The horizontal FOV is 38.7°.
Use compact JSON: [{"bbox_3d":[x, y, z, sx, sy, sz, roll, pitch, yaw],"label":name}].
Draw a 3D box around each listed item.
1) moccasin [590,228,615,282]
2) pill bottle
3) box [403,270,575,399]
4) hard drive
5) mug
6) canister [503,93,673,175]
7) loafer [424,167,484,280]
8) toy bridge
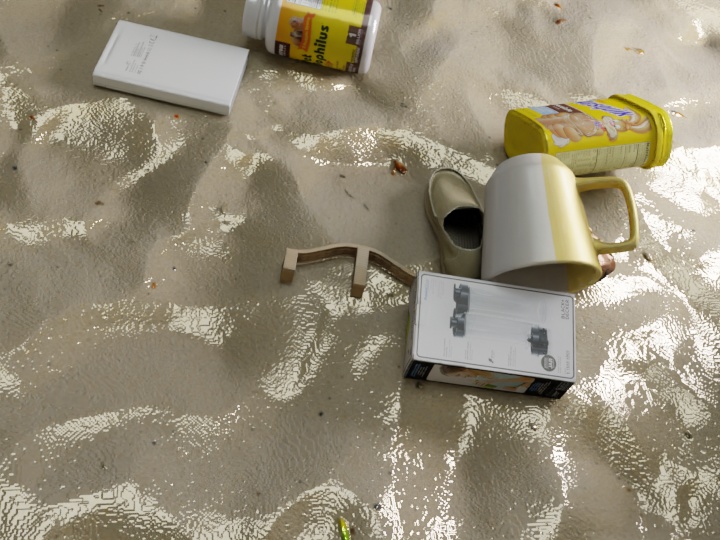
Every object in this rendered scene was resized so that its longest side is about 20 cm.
[{"bbox_3d":[0.263,-0.066,1.376,0.077,0.074,0.201,-21,54,-39],"label":"moccasin"},{"bbox_3d":[-0.073,-0.368,1.529,0.196,0.110,0.110,13,48,-1],"label":"pill bottle"},{"bbox_3d":[0.154,0.077,1.221,0.196,0.060,0.119,8,63,-6],"label":"box"},{"bbox_3d":[-0.270,-0.294,1.477,0.196,0.026,0.133,13,49,-2],"label":"hard drive"},{"bbox_3d":[0.234,-0.058,1.283,0.183,0.150,0.156,2,70,-16],"label":"mug"},{"bbox_3d":[0.321,-0.191,1.464,0.196,0.088,0.149,-9,26,-16],"label":"canister"},{"bbox_3d":[0.132,-0.068,1.349,0.074,0.069,0.202,0,50,-13],"label":"loafer"},{"bbox_3d":[0.000,0.000,1.289,0.196,0.027,0.068,11,48,-5],"label":"toy bridge"}]
